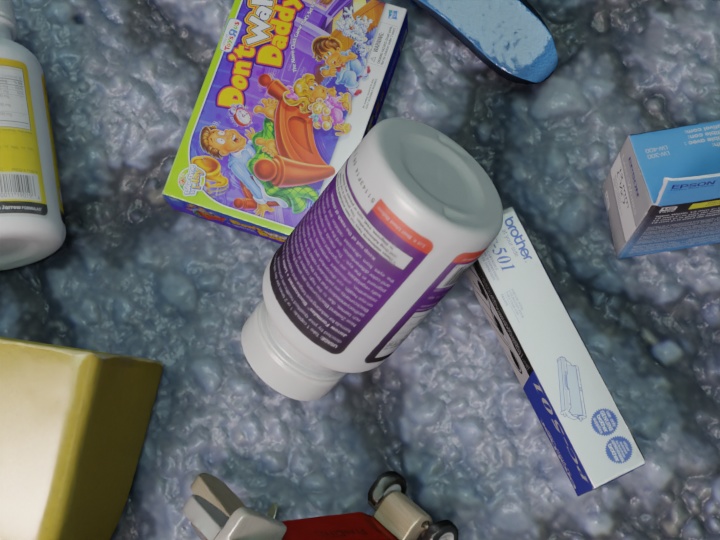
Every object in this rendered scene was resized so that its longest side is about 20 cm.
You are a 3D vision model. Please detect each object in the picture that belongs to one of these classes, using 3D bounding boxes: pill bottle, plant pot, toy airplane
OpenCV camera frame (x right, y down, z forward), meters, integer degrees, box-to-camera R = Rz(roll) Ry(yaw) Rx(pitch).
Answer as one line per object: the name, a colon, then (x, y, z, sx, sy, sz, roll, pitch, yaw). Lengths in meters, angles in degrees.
pill bottle: (-0.292, -0.107, 0.977, 0.111, 0.112, 0.202, -11, 76, 0)
plant pot: (-0.263, 0.145, 0.884, 0.192, 0.196, 0.202, 8, 84, 5)
toy airplane: (-0.041, 0.215, 0.855, 0.198, 0.200, 0.142, 20, 108, 1)
pill bottle: (0.000, 0.000, 0.899, 0.112, 0.111, 0.200, 48, 123, 12)

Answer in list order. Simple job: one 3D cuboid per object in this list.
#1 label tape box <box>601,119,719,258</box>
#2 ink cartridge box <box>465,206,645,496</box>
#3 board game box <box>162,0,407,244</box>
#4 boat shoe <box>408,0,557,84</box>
label tape box: (0.257, -0.069, 0.896, 0.142, 0.200, 0.067, -9, 76, 1)
ink cartridge box: (0.134, 0.061, 0.927, 0.044, 0.094, 0.201, -25, 78, -3)
board game box: (-0.056, -0.126, 1.004, 0.133, 0.045, 0.202, 17, 79, 7)
boat shoe: (0.074, -0.218, 1.010, 0.084, 0.069, 0.201, -35, 83, 8)
